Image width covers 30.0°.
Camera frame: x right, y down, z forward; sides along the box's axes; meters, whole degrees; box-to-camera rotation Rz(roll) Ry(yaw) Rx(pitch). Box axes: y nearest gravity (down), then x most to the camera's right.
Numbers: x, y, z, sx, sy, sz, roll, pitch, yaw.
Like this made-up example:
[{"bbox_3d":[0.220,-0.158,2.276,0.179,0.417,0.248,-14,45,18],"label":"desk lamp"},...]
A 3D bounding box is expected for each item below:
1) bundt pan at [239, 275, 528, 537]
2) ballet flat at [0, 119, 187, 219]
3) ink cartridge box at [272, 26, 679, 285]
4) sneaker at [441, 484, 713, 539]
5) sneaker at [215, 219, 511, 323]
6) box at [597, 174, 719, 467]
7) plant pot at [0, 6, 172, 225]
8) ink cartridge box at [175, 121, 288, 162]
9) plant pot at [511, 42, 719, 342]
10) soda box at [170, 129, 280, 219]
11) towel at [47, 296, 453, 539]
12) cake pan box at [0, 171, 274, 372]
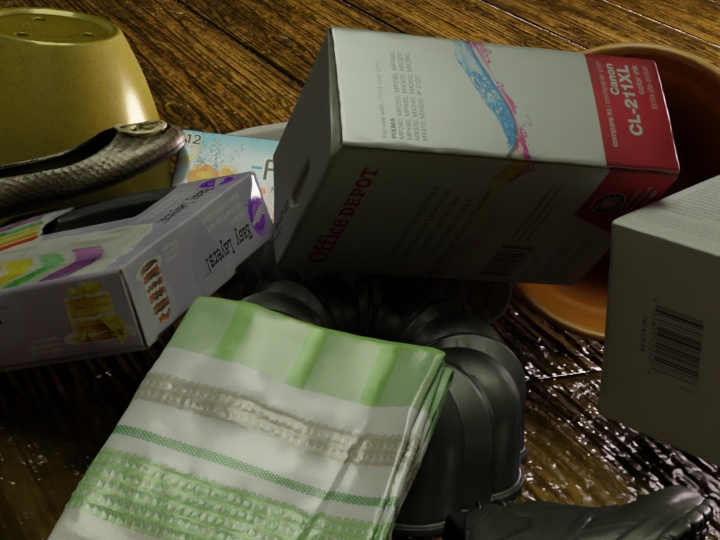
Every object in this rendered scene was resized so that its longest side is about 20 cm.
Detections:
[{"bbox_3d":[0.002,0.062,0.754,0.202,0.076,0.202,7,24,-3],"label":"bundt pan"},{"bbox_3d":[-0.212,-0.066,0.884,0.200,0.046,0.067,-21,14,-12],"label":"ballet flat"},{"bbox_3d":[0.059,-0.062,0.787,0.200,0.146,0.083,4,63,-17],"label":"ink cartridge box"},{"bbox_3d":[0.088,0.133,0.610,0.091,0.076,0.200,34,32,34],"label":"sneaker"},{"bbox_3d":[0.000,0.000,0.889,0.200,0.075,0.082,8,-9,2],"label":"sneaker"},{"bbox_3d":[0.240,0.014,0.787,0.200,0.125,0.097,-20,30,-40],"label":"box"},{"bbox_3d":[-0.232,-0.113,0.994,0.200,0.142,0.200,8,23,-3],"label":"plant pot"},{"bbox_3d":[-0.021,-0.098,1.050,0.200,0.047,0.160,-6,9,20],"label":"ink cartridge box"},{"bbox_3d":[0.188,-0.058,0.978,0.200,0.200,0.183,11,6,6],"label":"plant pot"},{"bbox_3d":[-0.032,-0.044,0.939,0.200,0.064,0.068,8,62,0],"label":"soda box"},{"bbox_3d":[-0.052,0.095,0.620,0.149,0.031,0.200,14,48,13],"label":"towel"},{"bbox_3d":[-0.166,0.002,0.784,0.184,0.052,0.200,-7,17,21],"label":"cake pan box"}]
